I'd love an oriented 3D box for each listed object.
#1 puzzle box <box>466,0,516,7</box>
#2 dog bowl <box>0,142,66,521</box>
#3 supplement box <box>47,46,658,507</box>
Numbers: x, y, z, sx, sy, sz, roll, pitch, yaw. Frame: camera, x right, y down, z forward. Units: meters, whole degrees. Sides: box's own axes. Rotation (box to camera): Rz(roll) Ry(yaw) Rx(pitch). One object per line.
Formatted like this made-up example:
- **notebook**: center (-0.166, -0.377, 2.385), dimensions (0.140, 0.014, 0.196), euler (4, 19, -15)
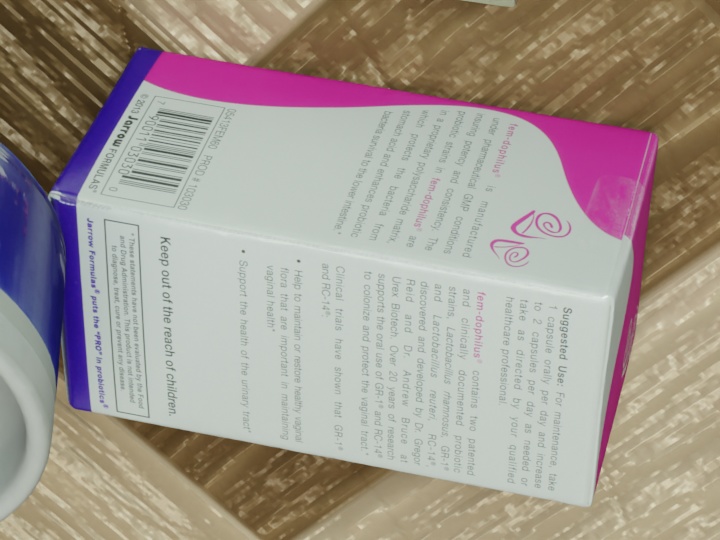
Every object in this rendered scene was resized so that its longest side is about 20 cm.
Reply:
- **puzzle box**: center (-0.047, -0.142, 0.777), dimensions (0.198, 0.026, 0.133), euler (10, 160, 11)
- **dog bowl**: center (-0.199, 0.018, 0.790), dimensions (0.198, 0.079, 0.201), euler (1, 144, 1)
- **supplement box**: center (0.000, 0.000, 0.861), dimensions (0.198, 0.101, 0.104), euler (10, 129, 12)
